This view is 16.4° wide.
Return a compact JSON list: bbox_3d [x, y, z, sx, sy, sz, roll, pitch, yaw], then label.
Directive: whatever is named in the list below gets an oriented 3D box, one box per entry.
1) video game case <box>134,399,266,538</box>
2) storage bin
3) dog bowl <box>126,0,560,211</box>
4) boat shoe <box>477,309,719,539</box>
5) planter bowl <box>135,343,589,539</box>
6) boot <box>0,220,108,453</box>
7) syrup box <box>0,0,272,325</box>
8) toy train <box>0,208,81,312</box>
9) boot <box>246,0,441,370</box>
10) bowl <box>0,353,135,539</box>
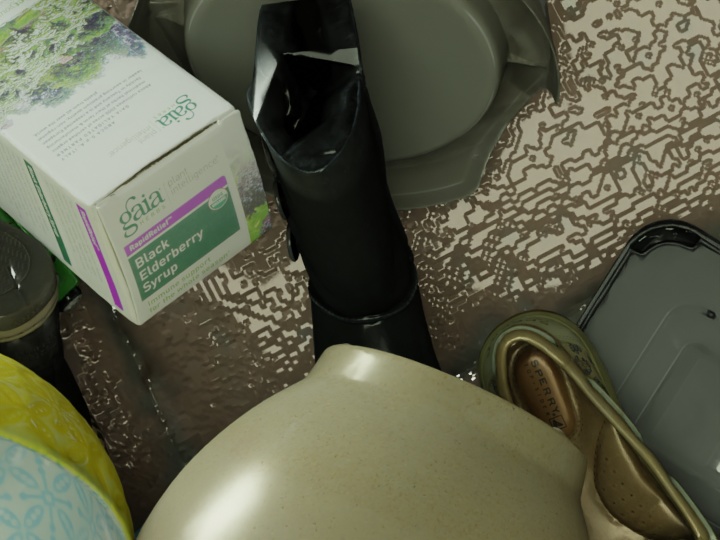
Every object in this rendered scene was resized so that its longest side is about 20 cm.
[{"bbox_3d":[-0.060,0.177,1.116,0.143,0.018,0.200,44,93,1],"label":"video game case"},{"bbox_3d":[0.184,0.078,1.159,0.200,0.094,0.135,32,96,5],"label":"storage bin"},{"bbox_3d":[-0.006,-0.110,1.135,0.200,0.200,0.059,5,53,7],"label":"dog bowl"},{"bbox_3d":[0.109,0.111,1.091,0.073,0.063,0.200,-33,89,7],"label":"boat shoe"},{"bbox_3d":[0.013,0.113,1.017,0.200,0.200,0.135,23,76,5],"label":"planter bowl"},{"bbox_3d":[-0.202,0.025,1.188,0.200,0.151,0.073,23,55,34],"label":"boot"},{"bbox_3d":[-0.135,-0.069,1.116,0.079,0.081,0.200,-37,52,-20],"label":"syrup box"},{"bbox_3d":[-0.208,-0.056,1.219,0.042,0.056,0.200,-43,87,7],"label":"toy train"},{"bbox_3d":[0.000,-0.001,1.097,0.066,0.200,0.165,-15,56,-5],"label":"boot"},{"bbox_3d":[-0.194,0.087,1.068,0.200,0.108,0.200,-2,136,-2],"label":"bowl"}]
